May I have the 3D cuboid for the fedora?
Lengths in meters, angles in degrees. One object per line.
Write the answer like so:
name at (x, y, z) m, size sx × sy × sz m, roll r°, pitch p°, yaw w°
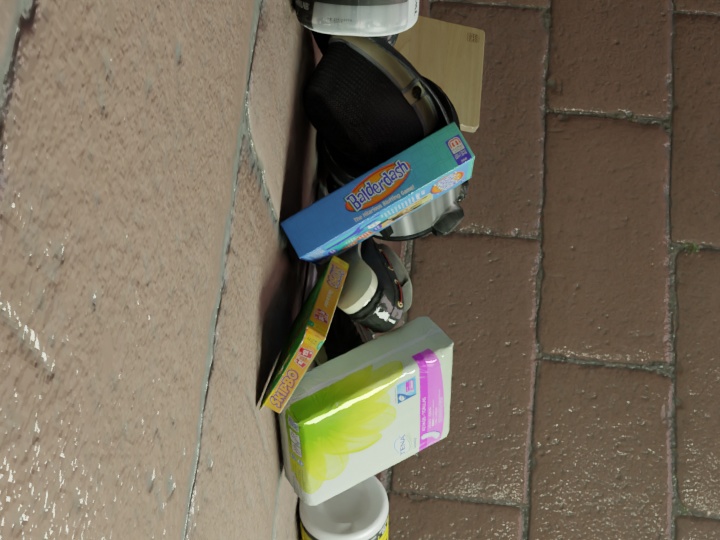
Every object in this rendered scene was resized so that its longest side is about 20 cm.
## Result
fedora at (0.002, -0.175, 1.117) m, size 0.092 × 0.200 × 0.201 m, roll -51°, pitch 167°, yaw -10°

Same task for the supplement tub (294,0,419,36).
supplement tub at (-0.001, -0.331, 0.975) m, size 0.123 × 0.122 × 0.201 m, roll -75°, pitch 169°, yaw -63°

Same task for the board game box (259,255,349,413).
board game box at (-0.054, 0.063, 1.039) m, size 0.096 × 0.030 × 0.200 m, roll -59°, pitch -177°, yaw 23°

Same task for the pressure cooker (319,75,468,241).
pressure cooker at (0.046, -0.132, 1.308) m, size 0.200 × 0.178 × 0.177 m, roll 73°, pitch 14°, yaw -68°

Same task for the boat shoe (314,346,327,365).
boat shoe at (-0.021, 0.115, 1.372) m, size 0.200 × 0.074 × 0.069 m, roll 84°, pitch 17°, yaw -57°

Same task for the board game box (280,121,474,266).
board game box at (0.022, -0.075, 1.085) m, size 0.045 × 0.200 × 0.152 m, roll 61°, pitch 2°, yaw 5°

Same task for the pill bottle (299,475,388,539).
pill bottle at (-0.020, 0.359, 1.362) m, size 0.115 × 0.114 × 0.200 m, roll -80°, pitch 172°, yaw -46°

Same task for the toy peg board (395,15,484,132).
toy peg board at (0.104, -0.332, 1.814) m, size 0.098 × 0.198 × 0.201 m, roll 122°, pitch -23°, yaw -66°

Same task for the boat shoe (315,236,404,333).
boat shoe at (-0.002, 0.002, 1.181) m, size 0.074 × 0.063 × 0.202 m, roll -44°, pitch -151°, yaw 13°

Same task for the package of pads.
package of pads at (0.006, 0.156, 1.133) m, size 0.068 × 0.199 × 0.155 m, roll 46°, pitch -30°, yaw 40°

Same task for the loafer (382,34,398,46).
loafer at (0.027, -0.358, 1.254) m, size 0.072 × 0.072 × 0.201 m, roll 75°, pitch 19°, yaw -60°

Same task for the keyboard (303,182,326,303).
keyboard at (-0.057, -0.006, 1.258) m, size 0.056 × 0.011 × 0.201 m, roll 95°, pitch 2°, yaw -68°

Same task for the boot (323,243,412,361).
boot at (0.015, 0.071, 1.290) m, size 0.200 × 0.072 × 0.183 m, roll -35°, pitch 112°, yaw -70°
